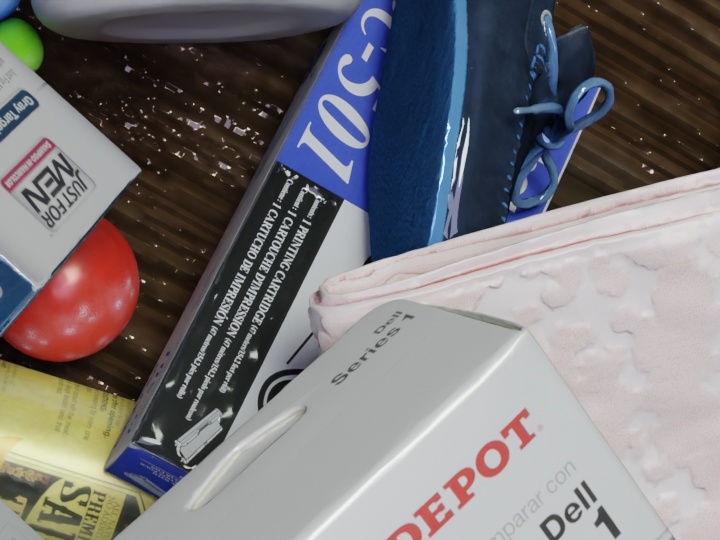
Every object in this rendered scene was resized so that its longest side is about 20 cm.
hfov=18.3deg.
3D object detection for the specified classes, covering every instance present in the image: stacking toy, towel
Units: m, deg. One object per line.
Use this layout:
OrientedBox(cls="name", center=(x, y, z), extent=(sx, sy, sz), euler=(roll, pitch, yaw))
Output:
OrientedBox(cls="stacking toy", center=(-0.137, -0.060, 0.759), extent=(0.085, 0.085, 0.201), euler=(-27, 102, -8))
OrientedBox(cls="towel", center=(0.098, 0.070, 0.703), extent=(0.190, 0.032, 0.201), euler=(-15, 114, 1))

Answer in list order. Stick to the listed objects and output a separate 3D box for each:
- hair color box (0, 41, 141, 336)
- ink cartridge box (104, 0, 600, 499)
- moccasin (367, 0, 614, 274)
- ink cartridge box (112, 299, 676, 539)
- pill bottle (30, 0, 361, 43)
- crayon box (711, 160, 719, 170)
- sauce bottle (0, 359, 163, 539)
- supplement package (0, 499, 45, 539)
OrientedBox(cls="hair color box", center=(-0.170, -0.062, 0.670), extent=(0.200, 0.100, 0.061), euler=(42, 116, -6))
OrientedBox(cls="ink cartridge box", center=(0.000, 0.000, 0.762), extent=(0.094, 0.044, 0.200), euler=(30, 67, -8))
OrientedBox(cls="moccasin", center=(0.050, -0.073, 0.733), extent=(0.068, 0.080, 0.201), euler=(15, 70, -19))
OrientedBox(cls="ink cartridge box", center=(0.031, 0.129, 0.627), extent=(0.146, 0.084, 0.200), euler=(-42, 110, -16))
OrientedBox(cls="pill bottle", center=(-0.058, -0.181, 0.744), extent=(0.112, 0.113, 0.201), euler=(-3, 89, -9))
OrientedBox(cls="crayon box", center=(0.167, 0.013, 0.797), extent=(0.126, 0.052, 0.200), euler=(42, 77, 2))
OrientedBox(cls="sauce bottle", center=(-0.084, 0.075, 0.768), extent=(0.199, 0.066, 0.066), euler=(17, 88, -7))
OrientedBox(cls="supplement package", center=(-0.183, 0.160, 0.662), extent=(0.152, 0.200, 0.151), euler=(43, 116, -7))
